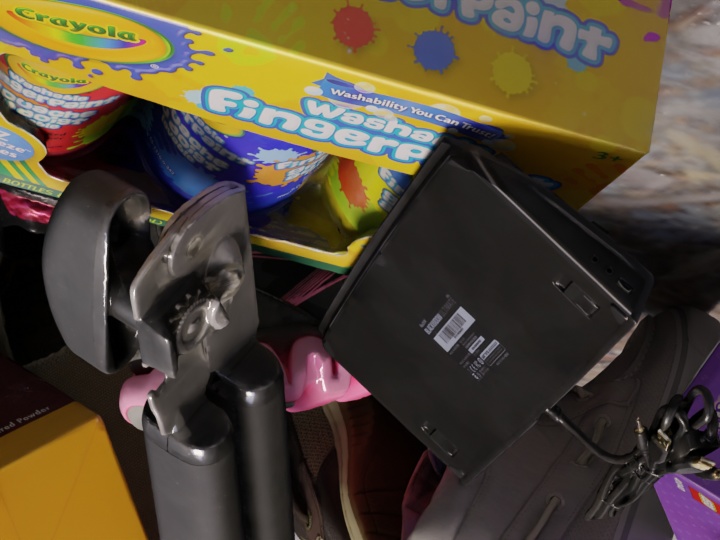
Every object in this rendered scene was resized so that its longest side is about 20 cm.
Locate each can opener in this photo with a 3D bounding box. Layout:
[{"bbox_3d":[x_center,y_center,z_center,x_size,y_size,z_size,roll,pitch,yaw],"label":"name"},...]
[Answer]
[{"bbox_3d":[-0.061,0.038,0.887,0.067,0.053,0.200,29,148,22],"label":"can opener"}]

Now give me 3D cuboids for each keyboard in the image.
[{"bbox_3d":[0.052,0.030,0.844,0.127,0.021,0.200,44,159,3],"label":"keyboard"}]

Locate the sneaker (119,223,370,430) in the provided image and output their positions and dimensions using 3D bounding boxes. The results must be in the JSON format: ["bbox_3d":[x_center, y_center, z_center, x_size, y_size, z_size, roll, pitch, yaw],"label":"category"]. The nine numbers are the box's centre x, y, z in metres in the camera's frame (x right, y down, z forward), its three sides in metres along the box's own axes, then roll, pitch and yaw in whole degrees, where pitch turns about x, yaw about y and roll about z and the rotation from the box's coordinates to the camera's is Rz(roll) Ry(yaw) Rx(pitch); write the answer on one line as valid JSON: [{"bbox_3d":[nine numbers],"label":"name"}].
[{"bbox_3d":[0.000,0.000,0.989,0.200,0.096,0.079,-8,171,-30],"label":"sneaker"}]

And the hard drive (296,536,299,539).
[{"bbox_3d":[-0.102,0.082,1.217,0.199,0.025,0.132,13,-170,13],"label":"hard drive"}]

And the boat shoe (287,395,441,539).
[{"bbox_3d":[0.005,0.086,1.041,0.073,0.200,0.065,14,127,-28],"label":"boat shoe"}]

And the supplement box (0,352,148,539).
[{"bbox_3d":[-0.169,0.140,1.060,0.200,0.133,0.198,24,138,56],"label":"supplement box"}]

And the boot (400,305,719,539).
[{"bbox_3d":[0.073,0.061,1.001,0.095,0.200,0.074,25,124,0],"label":"boot"}]

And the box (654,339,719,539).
[{"bbox_3d":[0.164,0.050,0.947,0.039,0.137,0.200,31,169,24],"label":"box"}]

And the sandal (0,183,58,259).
[{"bbox_3d":[-0.107,-0.021,1.024,0.075,0.045,0.200,-2,156,32],"label":"sandal"}]

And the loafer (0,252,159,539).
[{"bbox_3d":[-0.101,0.055,1.080,0.200,0.076,0.068,43,160,40],"label":"loafer"}]

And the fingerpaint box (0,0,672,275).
[{"bbox_3d":[-0.028,-0.064,0.828,0.199,0.074,0.167,15,160,-13],"label":"fingerpaint box"}]
